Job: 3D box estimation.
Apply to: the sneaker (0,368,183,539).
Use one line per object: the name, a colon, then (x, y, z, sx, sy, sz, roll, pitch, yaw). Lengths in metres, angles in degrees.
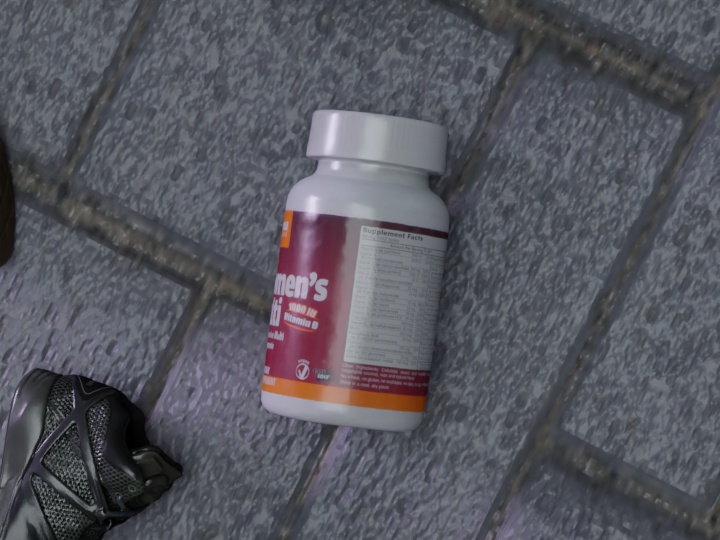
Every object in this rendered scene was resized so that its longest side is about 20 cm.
sneaker: (-0.188, 0.172, 1.390, 0.114, 0.076, 0.200, 8, 84, 15)

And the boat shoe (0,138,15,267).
boat shoe: (-0.293, -0.093, 1.407, 0.067, 0.072, 0.200, -13, 104, 17)

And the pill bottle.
pill bottle: (0.000, 0.000, 1.351, 0.109, 0.110, 0.200, 7, 89, 8)
